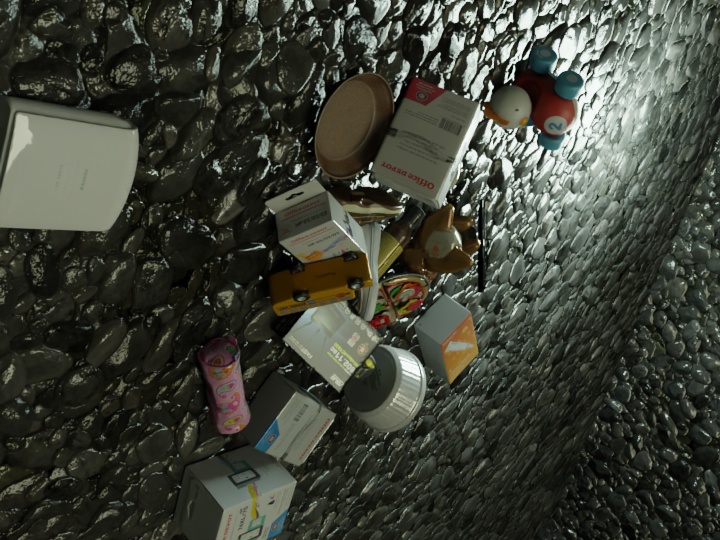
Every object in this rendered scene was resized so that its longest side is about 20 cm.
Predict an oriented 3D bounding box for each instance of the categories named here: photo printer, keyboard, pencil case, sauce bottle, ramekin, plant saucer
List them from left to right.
[{"bbox_3d":[-0.393,-0.135,1.025,0.198,0.069,0.169,0,117,-51],"label":"photo printer"},{"bbox_3d":[-0.258,0.220,1.471,0.087,0.087,0.203,-30,137,-32],"label":"pencil case"},{"bbox_3d":[-0.019,-0.269,1.407,0.199,0.036,0.204,-32,139,-32],"label":"plant saucer"},{"bbox_3d":[0.048,0.268,1.798,0.094,0.202,0.204,32,92,-43],"label":"ramekin"},{"bbox_3d":[0.064,-0.057,1.657,0.200,0.064,0.065,-48,145,-12],"label":"sauce bottle"},{"bbox_3d":[0.290,-0.053,1.765,0.104,0.039,0.205,72,20,-78],"label":"keyboard"}]

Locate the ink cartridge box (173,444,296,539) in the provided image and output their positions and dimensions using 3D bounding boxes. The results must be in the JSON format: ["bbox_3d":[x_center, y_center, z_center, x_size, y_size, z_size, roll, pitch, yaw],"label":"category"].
[{"bbox_3d":[-0.266,0.486,1.621,0.198,0.145,0.149,-8,124,-47],"label":"ink cartridge box"}]

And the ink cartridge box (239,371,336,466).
[{"bbox_3d":[-0.161,0.326,1.675,0.146,0.083,0.200,-53,146,-5],"label":"ink cartridge box"}]

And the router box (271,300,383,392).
[{"bbox_3d":[-0.065,0.132,1.589,0.150,0.062,0.200,-49,121,-8],"label":"router box"}]

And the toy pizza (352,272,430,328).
[{"bbox_3d":[0.069,0.075,1.727,0.196,0.032,0.202,-18,150,-11],"label":"toy pizza"}]

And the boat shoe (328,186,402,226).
[{"bbox_3d":[-0.002,-0.121,1.529,0.199,0.075,0.076,2,128,-43],"label":"boat shoe"}]

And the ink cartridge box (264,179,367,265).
[{"bbox_3d":[-0.080,-0.074,1.417,0.113,0.069,0.200,-21,149,17],"label":"ink cartridge box"}]

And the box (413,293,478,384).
[{"bbox_3d":[0.229,0.183,2.027,0.124,0.097,0.202,-43,143,-18],"label":"box"}]

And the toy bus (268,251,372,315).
[{"bbox_3d":[-0.074,0.026,1.456,0.195,0.066,0.079,-13,153,3],"label":"toy bus"}]

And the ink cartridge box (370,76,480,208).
[{"bbox_3d":[0.125,-0.242,1.470,0.203,0.142,0.084,-65,167,-4],"label":"ink cartridge box"}]

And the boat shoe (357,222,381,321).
[{"bbox_3d":[0.000,0.000,1.576,0.065,0.074,0.205,6,78,-11],"label":"boat shoe"}]

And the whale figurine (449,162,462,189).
[{"bbox_3d":[0.152,-0.256,1.594,0.158,0.102,0.204,35,66,-41],"label":"whale figurine"}]

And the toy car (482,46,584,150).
[{"bbox_3d":[0.364,-0.358,1.708,0.197,0.178,0.186,-24,148,-19],"label":"toy car"}]

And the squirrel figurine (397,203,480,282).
[{"bbox_3d":[0.179,-0.057,1.759,0.198,0.144,0.186,-29,179,22],"label":"squirrel figurine"}]

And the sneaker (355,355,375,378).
[{"bbox_3d":[-0.047,0.160,1.695,0.074,0.084,0.201,-42,122,-12],"label":"sneaker"}]
